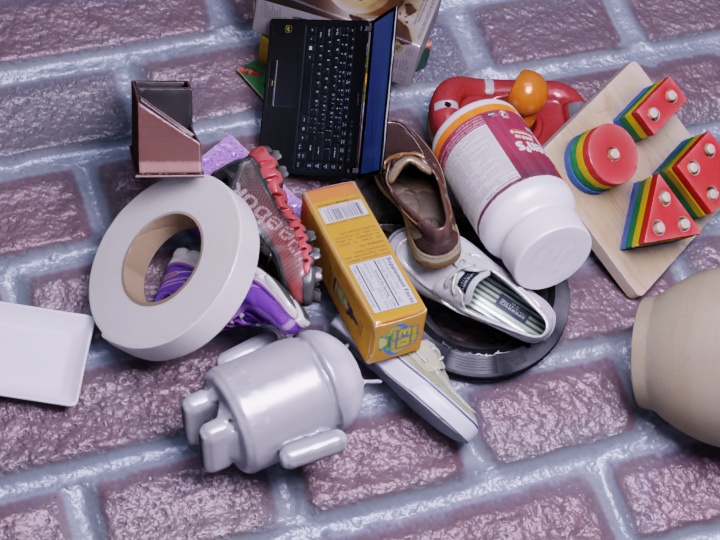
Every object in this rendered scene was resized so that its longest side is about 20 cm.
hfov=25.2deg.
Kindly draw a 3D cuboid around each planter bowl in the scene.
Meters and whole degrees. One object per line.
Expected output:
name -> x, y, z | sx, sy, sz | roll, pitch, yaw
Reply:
planter bowl -> 0.362, 0.089, 1.698 | 0.134, 0.201, 0.201 | 3, 55, 24

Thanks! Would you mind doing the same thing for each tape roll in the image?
tape roll -> -0.195, -0.005, 1.668 | 0.202, 0.037, 0.204 | -16, 57, 27

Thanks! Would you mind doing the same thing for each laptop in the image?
laptop -> -0.039, -0.193, 1.752 | 0.199, 0.103, 0.179 | 5, 89, 24

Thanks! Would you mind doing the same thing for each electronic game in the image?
electronic game -> 0.130, 0.029, 1.766 | 0.199, 0.042, 0.201 | 0, 60, 0

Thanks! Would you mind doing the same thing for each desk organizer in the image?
desk organizer -> -0.210, -0.154, 1.728 | 0.071, 0.200, 0.078 | -1, 103, -10

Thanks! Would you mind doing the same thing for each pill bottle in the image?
pill bottle -> 0.162, -0.081, 1.719 | 0.109, 0.110, 0.200 | -15, 50, -17

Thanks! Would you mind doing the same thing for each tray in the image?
tray -> -0.381, 0.082, 1.662 | 0.199, 0.022, 0.108 | 9, 59, -4

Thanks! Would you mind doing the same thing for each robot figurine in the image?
robot figurine -> -0.080, 0.131, 1.628 | 0.199, 0.113, 0.170 | -23, 54, -21

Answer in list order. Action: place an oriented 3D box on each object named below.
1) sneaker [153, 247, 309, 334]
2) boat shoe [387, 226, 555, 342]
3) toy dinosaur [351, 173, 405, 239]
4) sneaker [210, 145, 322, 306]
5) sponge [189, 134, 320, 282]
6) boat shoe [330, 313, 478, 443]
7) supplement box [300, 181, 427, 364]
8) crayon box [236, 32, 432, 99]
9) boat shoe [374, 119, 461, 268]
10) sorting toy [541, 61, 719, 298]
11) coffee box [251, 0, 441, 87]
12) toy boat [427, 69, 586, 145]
sneaker -> -0.135, 0.041, 1.674 | 0.199, 0.081, 0.084 | 13, 65, 41
boat shoe -> 0.117, 0.010, 1.688 | 0.199, 0.067, 0.074 | 25, 92, 3
toy dinosaur -> 0.032, -0.089, 1.785 | 0.102, 0.077, 0.200 | -23, 53, -12
sneaker -> -0.106, -0.040, 1.717 | 0.097, 0.071, 0.201 | -15, 61, -18
sponge -> -0.118, -0.053, 1.781 | 0.200, 0.030, 0.111 | 43, 62, 16
boat shoe -> 0.055, 0.098, 1.690 | 0.200, 0.072, 0.062 | 42, 78, 18
supplement box -> 0.000, 0.000, 1.694 | 0.068, 0.067, 0.201 | -12, 51, -18
crayon box -> -0.030, -0.252, 1.902 | 0.200, 0.051, 0.127 | -34, 70, -25
boat shoe -> 0.056, -0.096, 1.695 | 0.072, 0.072, 0.201 | -15, 52, -3
sorting toy -> 0.322, -0.110, 1.817 | 0.199, 0.070, 0.200 | -44, 101, -28
coffee box -> -0.014, -0.308, 1.860 | 0.199, 0.080, 0.113 | 20, 59, 2
toy boat -> 0.178, -0.180, 1.846 | 0.199, 0.131, 0.131 | 1, 59, -9
